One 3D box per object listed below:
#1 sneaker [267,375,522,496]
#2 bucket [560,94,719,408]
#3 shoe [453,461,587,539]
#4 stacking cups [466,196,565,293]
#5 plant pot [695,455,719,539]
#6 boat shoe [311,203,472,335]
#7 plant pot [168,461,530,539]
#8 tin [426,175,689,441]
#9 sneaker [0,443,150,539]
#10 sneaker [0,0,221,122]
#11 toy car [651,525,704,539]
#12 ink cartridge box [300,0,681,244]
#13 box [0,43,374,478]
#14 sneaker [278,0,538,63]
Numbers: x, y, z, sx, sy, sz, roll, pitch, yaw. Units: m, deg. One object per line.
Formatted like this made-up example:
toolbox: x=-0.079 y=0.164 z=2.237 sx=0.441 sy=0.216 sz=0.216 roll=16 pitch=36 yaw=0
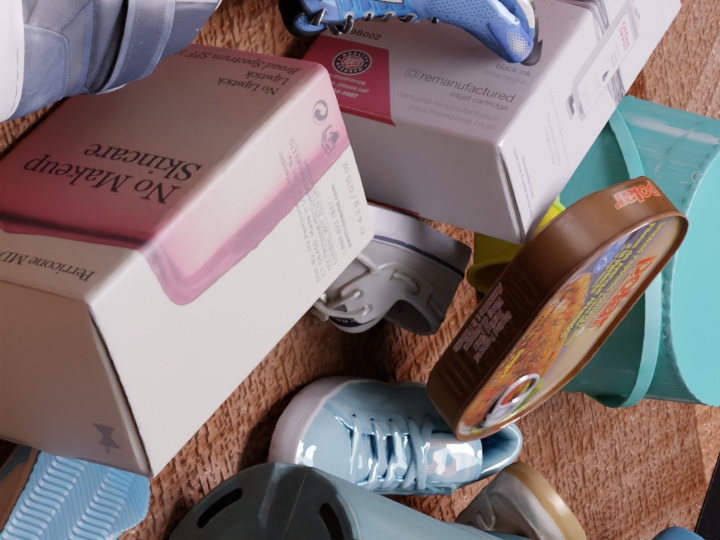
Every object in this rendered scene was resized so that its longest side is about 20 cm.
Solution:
sneaker: x=0.026 y=0.098 z=1.636 sx=0.200 sy=0.082 sz=0.074 roll=-12 pitch=106 yaw=-55
bucket: x=0.182 y=-0.011 z=1.787 sx=0.207 sy=0.135 sz=0.208 roll=-19 pitch=113 yaw=-52
shoe: x=0.089 y=0.168 z=1.707 sx=0.053 sy=0.070 sz=0.200 roll=-42 pitch=172 yaw=-17
stacking cups: x=0.097 y=-0.086 z=1.657 sx=0.060 sy=0.060 sz=0.200 roll=37 pitch=51 yaw=-54
plant pot: x=0.387 y=0.169 z=2.108 sx=0.199 sy=0.177 sz=0.200 roll=35 pitch=72 yaw=-53
boat shoe: x=0.000 y=0.000 z=1.587 sx=0.200 sy=0.071 sz=0.070 roll=23 pitch=81 yaw=-64
plant pot: x=-0.003 y=0.207 z=1.548 sx=0.196 sy=0.200 sz=0.201 roll=33 pitch=72 yaw=-46
tin: x=0.108 y=0.022 z=1.578 sx=0.112 sy=0.042 sz=0.200 roll=-14 pitch=150 yaw=-41
sneaker: x=-0.166 y=0.129 z=1.376 sx=0.077 sy=0.081 sz=0.200 roll=55 pitch=28 yaw=-13
sneaker: x=-0.132 y=-0.174 z=1.315 sx=0.146 sy=0.077 sz=0.203 roll=-16 pitch=123 yaw=-41
toy car: x=0.185 y=0.312 z=1.914 sx=0.184 sy=0.177 sz=0.200 roll=-36 pitch=158 yaw=-29
ink cartridge box: x=0.069 y=-0.125 z=1.573 sx=0.200 sy=0.146 sz=0.083 roll=-55 pitch=146 yaw=-31
box: x=-0.106 y=-0.012 z=1.371 sx=0.200 sy=0.128 sz=0.109 roll=-48 pitch=135 yaw=-38
sneaker: x=0.000 y=-0.154 z=1.477 sx=0.089 sy=0.200 sz=0.079 roll=-63 pitch=-171 yaw=1
